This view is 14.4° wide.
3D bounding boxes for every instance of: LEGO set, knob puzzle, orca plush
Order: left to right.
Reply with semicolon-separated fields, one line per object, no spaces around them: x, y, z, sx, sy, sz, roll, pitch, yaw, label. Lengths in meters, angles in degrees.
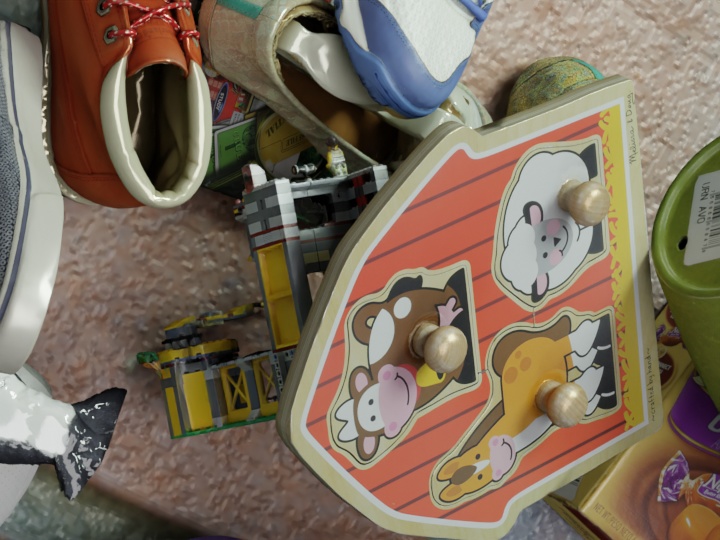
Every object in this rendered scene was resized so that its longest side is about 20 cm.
-0.196;0.026;1.218;0.199;0.071;0.106;18;81;-10;orca plush
0.000;0.000;1.273;0.199;0.154;0.116;-10;87;-25;LEGO set
0.052;0.032;1.203;0.219;0.030;0.220;-17;118;-34;knob puzzle

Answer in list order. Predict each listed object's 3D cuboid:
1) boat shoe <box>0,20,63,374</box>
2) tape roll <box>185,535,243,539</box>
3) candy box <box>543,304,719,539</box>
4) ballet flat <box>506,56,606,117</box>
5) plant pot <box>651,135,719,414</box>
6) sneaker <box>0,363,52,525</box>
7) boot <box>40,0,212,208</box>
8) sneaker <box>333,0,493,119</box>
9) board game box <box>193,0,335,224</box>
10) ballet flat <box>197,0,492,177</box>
-0.178;-0.039;1.157;0.092;0.200;0.075;16;123;-22;boat shoe
-0.056;0.226;1.282;0.200;0.085;0.201;-22;119;-47;tape roll
0.191;0.069;1.436;0.117;0.056;0.200;42;79;-27;candy box
0.094;-0.001;1.364;0.070;0.071;0.201;1;100;-27;ballet flat
0.224;0.024;1.290;0.200;0.187;0.187;38;82;-37;plant pot
-0.197;0.126;1.235;0.070;0.080;0.200;44;78;-26;sneaker
-0.098;-0.123;1.217;0.075;0.107;0.201;-8;102;-23;boot
0.049;-0.161;1.233;0.075;0.088;0.201;36;57;-44;sneaker
-0.021;-0.126;1.304;0.105;0.023;0.201;17;93;-31;board game box
0.008;-0.071;1.276;0.200;0.062;0.068;27;86;-42;ballet flat
